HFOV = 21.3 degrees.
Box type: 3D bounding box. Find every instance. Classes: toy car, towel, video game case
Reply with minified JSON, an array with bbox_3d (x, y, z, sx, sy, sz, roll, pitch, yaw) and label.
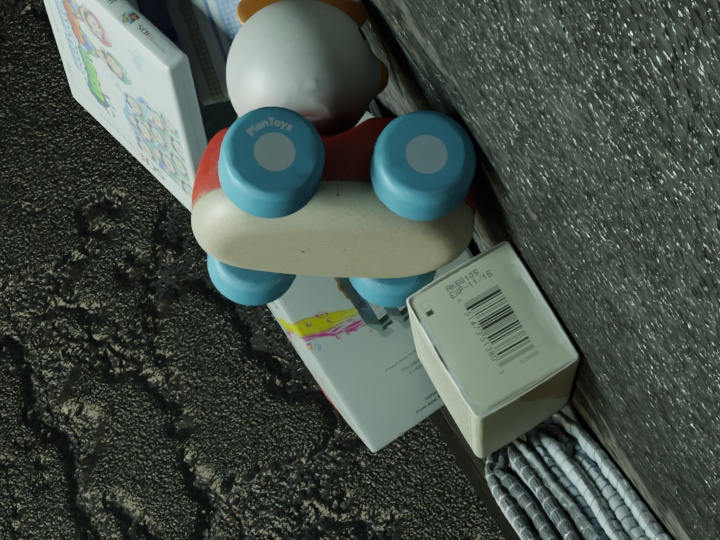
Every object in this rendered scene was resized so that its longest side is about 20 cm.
[{"bbox_3d":[-0.018,-0.101,1.206,0.184,0.176,0.201,107,163,-69],"label":"toy car"},{"bbox_3d":[0.172,0.215,1.354,0.166,0.085,0.200,61,177,-39],"label":"towel"},{"bbox_3d":[-0.104,-0.201,1.416,0.200,0.024,0.148,-11,100,55],"label":"towel"},{"bbox_3d":[-0.182,-0.150,1.488,0.182,0.024,0.200,43,159,27],"label":"video game case"}]

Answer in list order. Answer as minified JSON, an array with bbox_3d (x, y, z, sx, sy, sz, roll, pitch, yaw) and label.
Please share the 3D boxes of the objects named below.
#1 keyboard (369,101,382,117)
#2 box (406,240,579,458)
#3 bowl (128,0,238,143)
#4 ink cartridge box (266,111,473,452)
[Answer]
[{"bbox_3d":[0.039,-0.066,1.536,0.056,0.011,0.200,57,176,37],"label":"keyboard"},{"bbox_3d":[0.088,0.057,1.281,0.095,0.078,0.200,59,177,11],"label":"box"},{"bbox_3d":[-0.110,-0.203,1.530,0.200,0.107,0.201,26,126,43],"label":"bowl"},{"bbox_3d":[0.000,0.000,1.439,0.200,0.144,0.145,59,174,-21],"label":"ink cartridge box"}]
